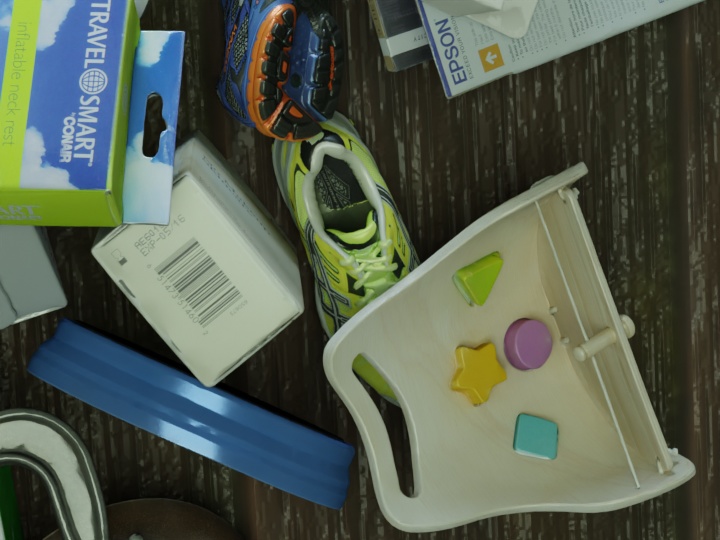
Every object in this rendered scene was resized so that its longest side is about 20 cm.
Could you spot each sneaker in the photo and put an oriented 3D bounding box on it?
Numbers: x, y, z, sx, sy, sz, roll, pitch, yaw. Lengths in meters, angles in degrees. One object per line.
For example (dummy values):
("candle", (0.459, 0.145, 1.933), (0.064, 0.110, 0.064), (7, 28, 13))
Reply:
("sneaker", (0.000, 0.000, 1.437), (0.075, 0.076, 0.200), (-27, 101, 1))
("sneaker", (-0.048, -0.176, 1.405), (0.075, 0.078, 0.201), (18, 82, -38))

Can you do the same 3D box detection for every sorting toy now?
("sorting toy", (0.073, 0.062, 1.405), (0.180, 0.107, 0.201), (-25, 101, -22))

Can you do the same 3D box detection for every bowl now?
("bowl", (-0.095, 0.081, 1.387), (0.200, 0.201, 0.039), (24, 87, -6))

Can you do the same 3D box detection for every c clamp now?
("c clamp", (-0.215, 0.171, 1.377), (0.199, 0.027, 0.171), (-13, 89, 0))

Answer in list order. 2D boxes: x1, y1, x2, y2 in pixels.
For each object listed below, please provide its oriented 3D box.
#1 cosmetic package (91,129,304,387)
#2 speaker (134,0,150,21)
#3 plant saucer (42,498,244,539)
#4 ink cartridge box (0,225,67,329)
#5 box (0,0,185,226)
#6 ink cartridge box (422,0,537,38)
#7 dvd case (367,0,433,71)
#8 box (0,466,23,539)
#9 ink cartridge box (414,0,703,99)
("cosmetic package", (-0.091, -0.011, 1.369), (0.073, 0.200, 0.104), (-39, 101, 5))
("speaker", (-0.210, -0.184, 1.264), (0.199, 0.081, 0.081), (10, 100, -22))
("plant saucer", (-0.140, 0.235, 1.449), (0.200, 0.032, 0.201), (-14, 118, -27))
("ink cartridge box", (-0.266, -0.068, 1.333), (0.144, 0.145, 0.200), (-19, 65, -4))
("box", (-0.195, -0.085, 1.232), (0.199, 0.048, 0.122), (1, 66, 4))
("ink cartridge box", (0.035, -0.216, 1.310), (0.200, 0.067, 0.117), (22, 85, -20))
("dvd case", (0.054, -0.234, 1.402), (0.148, 0.016, 0.201), (-21, 100, -21))
("box", (-0.305, 0.112, 1.437), (0.176, 0.097, 0.201), (-8, 101, -3))
("ink cartridge box", (0.100, -0.225, 1.391), (0.199, 0.043, 0.197), (-22, 101, -16))
